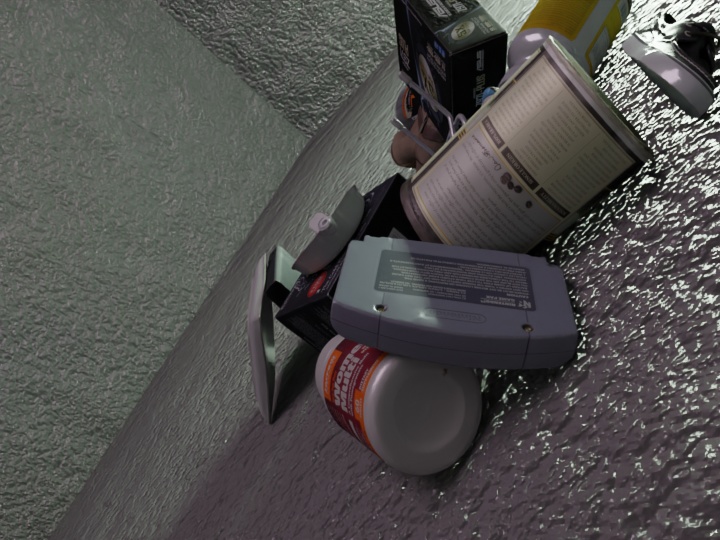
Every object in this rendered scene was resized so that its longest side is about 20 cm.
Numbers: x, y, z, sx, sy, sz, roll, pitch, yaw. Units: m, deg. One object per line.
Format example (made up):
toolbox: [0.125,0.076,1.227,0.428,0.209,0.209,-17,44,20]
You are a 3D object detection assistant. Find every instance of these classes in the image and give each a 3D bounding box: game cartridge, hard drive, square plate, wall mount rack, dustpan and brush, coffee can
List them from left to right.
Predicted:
square plate: [-0.160,0.106,1.042,0.201,0.028,0.202,-100,8,-61]
hard drive: [-0.097,0.041,1.059,0.033,0.139,0.200,-44,17,8]
dustpan and brush: [-0.040,-0.051,0.791,0.141,0.057,0.200,-52,17,0]
wall mount rack: [0.096,-0.173,0.907,0.201,0.073,0.178,100,162,-71]
game cartridge: [0.077,0.025,0.544,0.134,0.195,0.042,-76,-8,-53]
coffee can: [0.156,-0.097,0.625,0.200,0.146,0.147,-43,17,27]

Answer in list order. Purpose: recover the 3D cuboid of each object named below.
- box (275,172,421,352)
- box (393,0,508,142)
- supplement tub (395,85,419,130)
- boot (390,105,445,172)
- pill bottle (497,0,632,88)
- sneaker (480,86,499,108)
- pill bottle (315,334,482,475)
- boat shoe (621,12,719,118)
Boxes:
box: [0.000,0.000,0.869,0.181,0.103,0.202,-26,30,60]
box: [0.124,-0.308,0.921,0.084,0.165,0.202,-21,54,-6]
supplement tub: [0.149,-0.300,1.138,0.124,0.122,0.199,-54,16,-11]
boot: [0.105,-0.228,1.065,0.202,0.069,0.148,-111,22,-44]
pill bottle: [0.256,-0.288,0.820,0.202,0.111,0.112,-56,16,-15]
sneaker: [0.173,-0.160,0.818,0.200,0.074,0.088,61,-128,-78]
pill bottle: [0.024,0.112,0.612,0.111,0.109,0.199,-54,16,-12]
boat shoe: [0.302,-0.204,0.604,0.066,0.070,0.201,-45,10,27]
